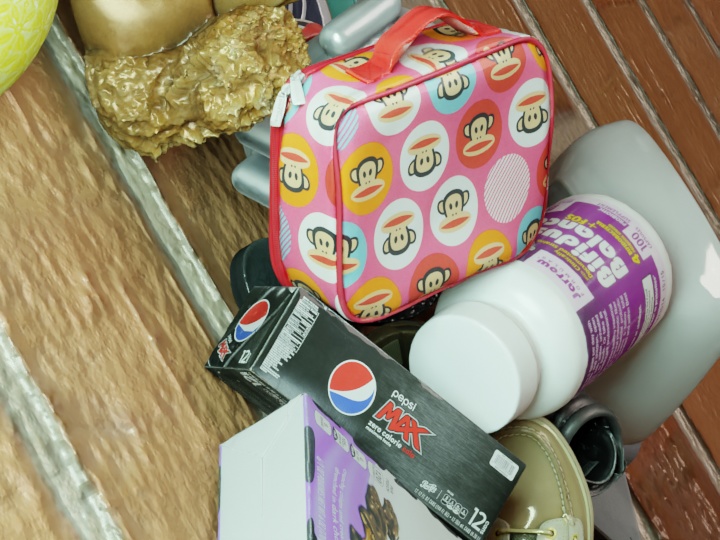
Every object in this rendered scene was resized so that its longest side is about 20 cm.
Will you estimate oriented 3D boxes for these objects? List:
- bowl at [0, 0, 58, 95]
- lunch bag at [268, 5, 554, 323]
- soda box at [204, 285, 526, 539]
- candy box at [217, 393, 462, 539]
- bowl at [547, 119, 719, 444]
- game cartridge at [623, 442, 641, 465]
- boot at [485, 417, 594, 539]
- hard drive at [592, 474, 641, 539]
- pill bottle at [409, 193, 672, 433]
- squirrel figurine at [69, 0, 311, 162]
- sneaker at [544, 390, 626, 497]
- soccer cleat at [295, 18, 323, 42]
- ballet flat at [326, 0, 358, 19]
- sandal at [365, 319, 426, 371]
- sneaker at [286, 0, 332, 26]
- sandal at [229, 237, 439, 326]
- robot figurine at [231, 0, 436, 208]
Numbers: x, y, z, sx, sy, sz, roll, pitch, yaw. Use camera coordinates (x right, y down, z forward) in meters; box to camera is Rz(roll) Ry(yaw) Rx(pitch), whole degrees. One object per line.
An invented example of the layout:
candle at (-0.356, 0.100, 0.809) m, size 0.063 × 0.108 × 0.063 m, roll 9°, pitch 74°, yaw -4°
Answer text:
bowl at (-0.231, -0.205, 1.324) m, size 0.200 × 0.107 × 0.201 m, roll 47°, pitch 23°, yaw -28°
lunch bag at (0.034, -0.076, 1.434) m, size 0.199 × 0.082 × 0.177 m, roll -21°, pitch 122°, yaw -39°
soda box at (0.004, 0.091, 1.438) m, size 0.200 × 0.071 × 0.063 m, roll 40°, pitch 72°, yaw -23°
candy box at (0.004, 0.198, 1.356) m, size 0.200 × 0.071 × 0.168 m, roll 45°, pitch 24°, yaw -32°
bowl at (0.172, 0.012, 1.702) m, size 0.074 × 0.200 × 0.201 m, roll -6°, pitch 56°, yaw -34°
game cartridge at (0.144, 0.065, 1.813) m, size 0.133 × 0.042 × 0.201 m, roll 6°, pitch 46°, yaw -33°
boot at (0.102, 0.206, 1.507) m, size 0.155 × 0.072 × 0.201 m, roll -36°, pitch 121°, yaw -66°
hard drive at (0.165, 0.140, 1.846) m, size 0.139 × 0.033 × 0.201 m, roll 41°, pitch 27°, yaw -37°
pill bottle at (0.118, 0.031, 1.537) m, size 0.113 × 0.112 × 0.200 m, roll 58°, pitch 40°, yaw -2°
squirrel figurine at (-0.085, -0.167, 1.460) m, size 0.142 × 0.186 × 0.201 m, roll 77°, pitch 3°, yaw -67°
sneaker at (0.143, 0.145, 1.644) m, size 0.099 × 0.071 × 0.201 m, roll 40°, pitch -23°, yaw 40°
soccer cleat at (-0.097, -0.142, 1.608) m, size 0.200 × 0.085 × 0.069 m, roll -22°, pitch 125°, yaw -51°
ballet flat at (-0.051, -0.242, 1.841) m, size 0.067 × 0.068 × 0.201 m, roll 99°, pitch -31°, yaw -72°
sandal at (0.044, 0.065, 1.617) m, size 0.055 × 0.082 × 0.200 m, roll 57°, pitch 19°, yaw 25°
sneaker at (-0.087, -0.247, 1.753) m, size 0.108 × 0.070 × 0.201 m, roll 10°, pitch 55°, yaw -65°
sandal at (0.000, 0.001, 1.558) m, size 0.200 × 0.048 × 0.076 m, roll -12°, pitch 81°, yaw -46°
robot figurine at (-0.004, -0.110, 1.579) m, size 0.113 × 0.170 × 0.200 m, roll 30°, pitch 44°, yaw 23°
